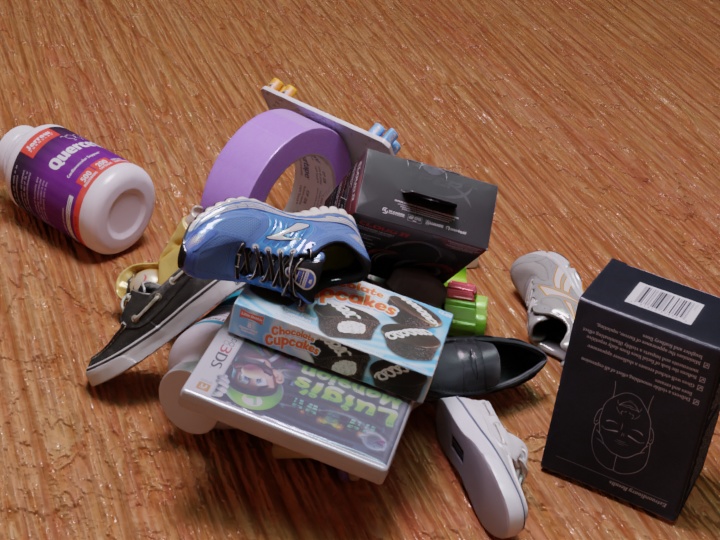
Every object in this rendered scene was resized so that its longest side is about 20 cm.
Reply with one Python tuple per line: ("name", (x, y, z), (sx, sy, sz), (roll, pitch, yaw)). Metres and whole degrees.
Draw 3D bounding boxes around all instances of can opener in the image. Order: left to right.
("can opener", (0.000, 0.000, 1.541), (0.198, 0.067, 0.053), (25, 17, -23))

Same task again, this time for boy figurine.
("boy figurine", (-0.186, -0.009, 1.569), (0.064, 0.199, 0.126), (23, 56, -43))

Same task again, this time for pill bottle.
("pill bottle", (-0.350, -0.105, 1.754), (0.199, 0.114, 0.112), (27, 34, 30))
("pill bottle", (-0.122, 0.088, 1.473), (0.110, 0.112, 0.200), (19, 31, 20))

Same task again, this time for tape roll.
("tape roll", (-0.097, -0.081, 1.686), (0.065, 0.202, 0.199), (27, 34, 31))

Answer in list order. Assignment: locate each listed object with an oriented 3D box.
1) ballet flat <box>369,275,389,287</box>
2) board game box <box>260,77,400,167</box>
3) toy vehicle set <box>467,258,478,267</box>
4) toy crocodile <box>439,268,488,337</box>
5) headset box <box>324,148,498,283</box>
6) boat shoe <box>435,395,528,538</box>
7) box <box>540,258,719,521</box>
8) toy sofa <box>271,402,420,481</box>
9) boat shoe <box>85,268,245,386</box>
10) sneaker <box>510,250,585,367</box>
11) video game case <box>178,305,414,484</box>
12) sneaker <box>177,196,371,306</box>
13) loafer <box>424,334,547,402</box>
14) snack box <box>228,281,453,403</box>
("ballet flat", (0.041, 0.037, 1.653), (0.071, 0.073, 0.201), (5, 29, -5))
("board game box", (-0.014, -0.133, 1.765), (0.199, 0.201, 0.026), (27, 68, 31))
("toy vehicle set", (0.039, -0.043, 1.835), (0.197, 0.027, 0.125), (-2, 30, -18))
("toy crocodile", (0.111, 0.039, 1.644), (0.067, 0.063, 0.200), (10, 10, 4))
("headset box", (0.048, -0.053, 1.537), (0.147, 0.200, 0.076), (15, 72, -12))
("boat shoe", (0.131, 0.182, 1.411), (0.064, 0.074, 0.201), (-5, 32, -14))
("box", (0.279, 0.116, 1.433), (0.147, 0.202, 0.107), (21, 30, 20))
("toy sofa", (-0.013, 0.129, 1.477), (0.082, 0.099, 0.200), (-4, 22, 29))
("boat shoe", (-0.207, 0.041, 1.472), (0.064, 0.199, 0.071), (53, 11, -3))
("sneaker", (0.218, 0.043, 1.685), (0.091, 0.077, 0.200), (-12, 34, -25))
("video game case", (-0.048, 0.104, 1.358), (0.198, 0.024, 0.182), (21, 32, 4))
("sneaker", (-0.075, -0.016, 1.364), (0.198, 0.079, 0.089), (-4, 33, -29))
("loafer", (0.115, 0.097, 1.515), (0.199, 0.069, 0.070), (0, -15, -44))
("snack box", (-0.017, 0.050, 1.400), (0.198, 0.037, 0.116), (20, 31, 4))
